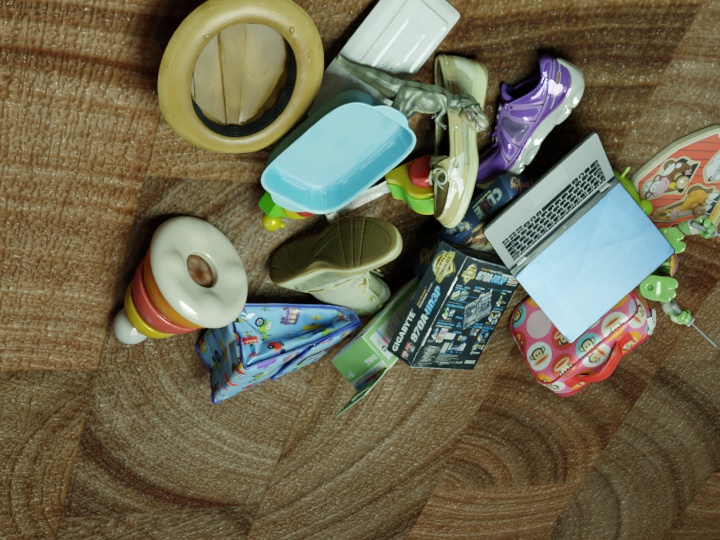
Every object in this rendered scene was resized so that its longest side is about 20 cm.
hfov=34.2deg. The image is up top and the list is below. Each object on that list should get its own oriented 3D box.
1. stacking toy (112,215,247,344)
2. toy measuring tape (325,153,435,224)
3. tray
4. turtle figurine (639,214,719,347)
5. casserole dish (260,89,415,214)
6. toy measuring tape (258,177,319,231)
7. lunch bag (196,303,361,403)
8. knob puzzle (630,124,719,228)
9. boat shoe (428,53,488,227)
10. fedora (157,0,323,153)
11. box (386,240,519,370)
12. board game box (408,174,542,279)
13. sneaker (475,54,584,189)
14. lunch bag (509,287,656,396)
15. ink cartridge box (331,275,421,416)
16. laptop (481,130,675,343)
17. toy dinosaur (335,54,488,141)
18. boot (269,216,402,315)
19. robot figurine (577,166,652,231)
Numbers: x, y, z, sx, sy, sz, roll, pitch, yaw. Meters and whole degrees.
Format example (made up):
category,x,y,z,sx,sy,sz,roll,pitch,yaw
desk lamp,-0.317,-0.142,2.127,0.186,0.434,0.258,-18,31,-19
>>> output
category,x,y,z,sx,sy,sz,roll,pitch,yaw
stacking toy,-0.251,0.035,1.472,0.145,0.148,0.199,22,140,-39
toy measuring tape,0.054,-0.092,1.487,0.198,0.074,0.074,-25,139,1
tray,0.027,-0.238,1.344,0.107,0.022,0.201,29,105,-44
turtle figurine,0.468,-0.003,1.662,0.144,0.200,0.193,-50,164,16
casserole dish,-0.027,-0.136,1.323,0.120,0.039,0.199,24,133,-36
toy measuring tape,-0.054,-0.129,1.421,0.073,0.074,0.201,25,106,-40
lunch bag,-0.103,0.096,1.588,0.197,0.095,0.151,-10,161,-28
knob puzzle,0.478,-0.123,1.694,0.216,0.031,0.222,-13,138,-12
boat shoe,0.106,-0.155,1.408,0.062,0.073,0.204,7,97,-18
fedora,-0.135,-0.224,1.267,0.197,0.082,0.203,-13,134,-13
box,0.130,0.051,1.547,0.199,0.046,0.161,9,110,-60
board game box,0.173,-0.058,1.551,0.134,0.035,0.200,-7,154,-42
sneaker,0.196,-0.192,1.478,0.083,0.081,0.201,29,121,-13
lunch bag,0.330,0.085,1.726,0.199,0.177,0.082,-40,136,18
ink cartridge box,0.025,0.098,1.582,0.200,0.059,0.104,-46,-177,-34
laptop,0.281,-0.038,1.489,0.187,0.116,0.200,-41,149,2
toy dinosaur,0.047,-0.188,1.344,0.197,0.048,0.089,15,132,-21
boot,0.000,0.000,1.531,0.198,0.073,0.154,-16,150,33
robot figurine,0.323,-0.057,1.623,0.173,0.116,0.202,-17,138,-18
